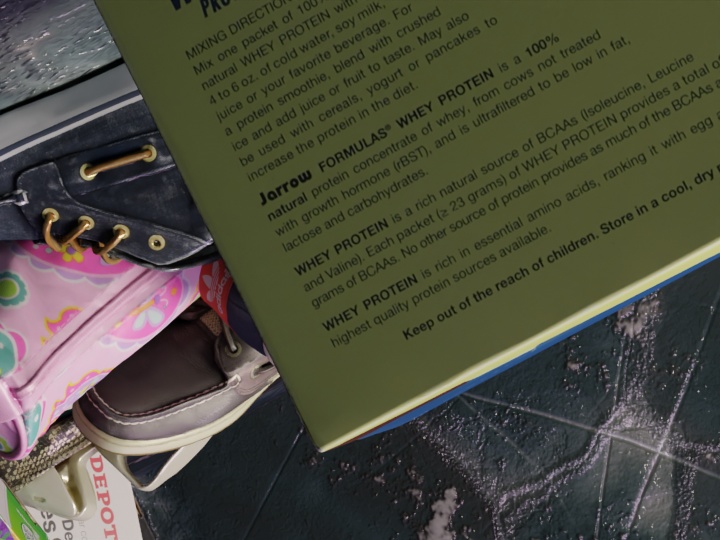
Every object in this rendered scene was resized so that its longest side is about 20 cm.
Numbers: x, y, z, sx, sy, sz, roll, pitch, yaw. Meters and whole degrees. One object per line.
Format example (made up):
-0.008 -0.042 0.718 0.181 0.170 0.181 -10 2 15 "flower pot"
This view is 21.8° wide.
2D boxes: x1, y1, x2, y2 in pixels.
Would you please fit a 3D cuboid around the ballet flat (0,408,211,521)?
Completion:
-0.141 0.092 1.025 0.199 0.076 0.068 -29 175 6 "ballet flat"

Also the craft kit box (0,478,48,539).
-0.295 0.126 0.965 0.199 0.198 0.049 -29 -152 4 "craft kit box"

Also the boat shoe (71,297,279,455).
-0.060 0.026 0.960 0.200 0.072 0.066 -25 147 -33 "boat shoe"

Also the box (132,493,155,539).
-0.261 0.153 1.248 0.199 0.199 0.050 -25 172 -28 "box"

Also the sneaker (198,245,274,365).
0.000 0.000 0.927 0.200 0.084 0.075 -4 116 -54 "sneaker"

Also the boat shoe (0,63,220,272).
-0.122 -0.030 0.832 0.199 0.091 0.071 -27 174 -6 "boat shoe"

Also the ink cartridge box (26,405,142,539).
-0.246 0.129 1.132 0.199 0.146 0.087 -2 160 -34 "ink cartridge box"

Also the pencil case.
-0.123 0.000 0.901 0.200 0.088 0.087 -42 -178 -31 "pencil case"

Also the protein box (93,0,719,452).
0.039 -0.078 0.619 0.198 0.201 0.135 -28 174 10 "protein box"
